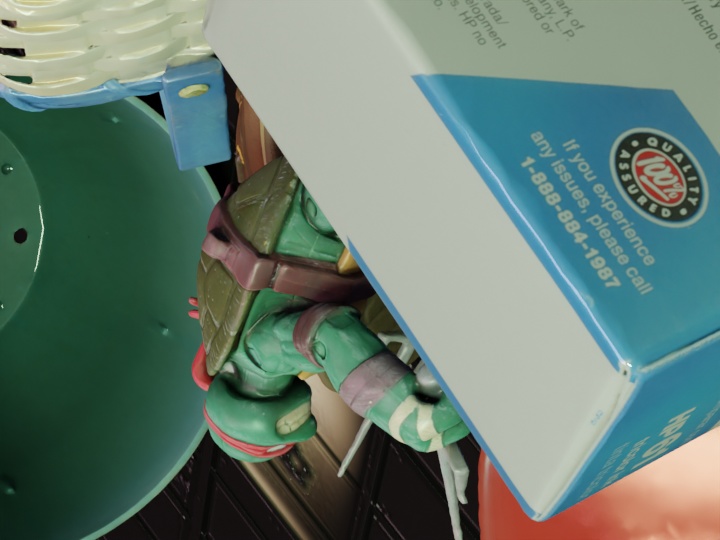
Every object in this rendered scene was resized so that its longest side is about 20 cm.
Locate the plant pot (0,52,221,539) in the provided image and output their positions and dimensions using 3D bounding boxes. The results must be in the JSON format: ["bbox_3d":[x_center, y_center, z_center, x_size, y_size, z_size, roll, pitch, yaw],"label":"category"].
[{"bbox_3d":[-0.166,0.000,1.192,0.161,0.200,0.201,-147,39,-66],"label":"plant pot"}]

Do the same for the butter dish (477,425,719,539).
[{"bbox_3d":[0.142,0.079,0.746,0.199,0.148,0.200,3,127,15],"label":"butter dish"}]

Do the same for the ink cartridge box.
[{"bbox_3d":[0.089,-0.057,0.654,0.145,0.200,0.085,56,156,18],"label":"ink cartridge box"}]

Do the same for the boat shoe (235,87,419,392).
[{"bbox_3d":[-0.016,-0.048,0.995,0.068,0.072,0.200,43,150,38],"label":"boat shoe"}]

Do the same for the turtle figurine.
[{"bbox_3d":[0.000,0.000,0.905,0.150,0.101,0.200,-95,22,-61],"label":"turtle figurine"}]

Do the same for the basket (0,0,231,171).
[{"bbox_3d":[-0.064,-0.124,0.824,0.200,0.139,0.177,135,120,-82],"label":"basket"}]
